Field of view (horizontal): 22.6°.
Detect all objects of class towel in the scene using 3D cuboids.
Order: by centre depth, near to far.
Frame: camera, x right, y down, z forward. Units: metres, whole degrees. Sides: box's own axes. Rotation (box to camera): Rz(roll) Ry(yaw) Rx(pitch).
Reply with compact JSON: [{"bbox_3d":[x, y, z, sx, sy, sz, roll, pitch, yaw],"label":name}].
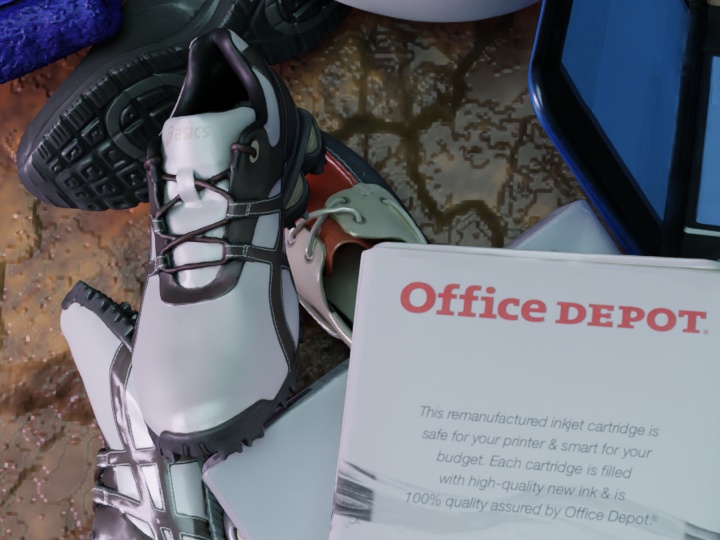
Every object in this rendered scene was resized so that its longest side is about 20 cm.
[{"bbox_3d":[-0.213,-0.120,0.865,0.200,0.148,0.050,-20,119,3],"label":"towel"}]

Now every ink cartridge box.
[{"bbox_3d":[0.066,0.099,0.672,0.146,0.084,0.201,4,75,12],"label":"ink cartridge box"},{"bbox_3d":[0.061,0.097,0.768,0.200,0.044,0.174,-36,92,-7],"label":"ink cartridge box"}]

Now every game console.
[{"bbox_3d":[0.164,-0.085,0.766,0.170,0.118,0.200,7,47,9],"label":"game console"}]

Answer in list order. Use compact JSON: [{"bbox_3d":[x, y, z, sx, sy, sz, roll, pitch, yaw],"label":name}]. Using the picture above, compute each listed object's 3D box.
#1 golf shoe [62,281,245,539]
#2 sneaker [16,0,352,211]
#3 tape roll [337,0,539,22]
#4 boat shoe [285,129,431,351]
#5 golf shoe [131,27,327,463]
[{"bbox_3d":[-0.098,0.100,0.823,0.094,0.078,0.200,-34,75,0],"label":"golf shoe"},{"bbox_3d":[-0.090,-0.106,0.869,0.200,0.076,0.091,-42,41,-17],"label":"sneaker"},{"bbox_3d":[0.027,-0.206,0.852,0.202,0.037,0.203,6,58,-9],"label":"tape roll"},{"bbox_3d":[0.000,0.000,0.844,0.071,0.063,0.200,-38,74,1],"label":"boat shoe"},{"bbox_3d":[-0.067,-0.015,0.763,0.078,0.095,0.200,-9,49,14],"label":"golf shoe"}]
